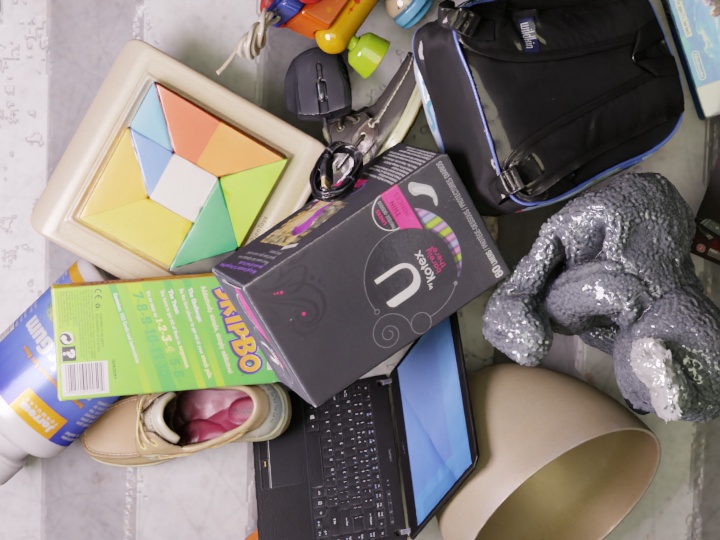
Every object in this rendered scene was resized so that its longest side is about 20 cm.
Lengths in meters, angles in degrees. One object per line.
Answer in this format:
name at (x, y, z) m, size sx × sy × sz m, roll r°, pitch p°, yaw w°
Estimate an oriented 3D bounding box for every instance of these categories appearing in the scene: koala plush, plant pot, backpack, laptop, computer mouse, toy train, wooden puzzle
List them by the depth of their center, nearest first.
koala plush at (0.236, 0.043, 1.525) m, size 0.200 × 0.177 × 0.184 m, roll 53°, pitch 126°, yaw 36°
backpack at (0.152, -0.154, 1.571) m, size 0.199 × 0.147 × 0.184 m, roll -22°, pitch 96°, yaw -23°
computer mouse at (-0.031, -0.129, 1.581) m, size 0.058 × 0.200 × 0.034 m, roll -7°, pitch 131°, yaw -3°
laptop at (-0.002, 0.135, 1.590) m, size 0.199 × 0.178 × 0.104 m, roll -10°, pitch 138°, yaw 4°
toy train at (-0.026, -0.203, 1.592) m, size 0.116 × 0.085 × 0.200 m, roll 38°, pitch 67°, yaw -13°
wooden puzzle at (-0.153, -0.070, 1.595) m, size 0.199 × 0.037 × 0.186 m, roll 29°, pitch 93°, yaw -4°
plant pot at (0.135, 0.158, 1.603) m, size 0.200 × 0.200 × 0.135 m, roll -42°, pitch 57°, yaw 6°

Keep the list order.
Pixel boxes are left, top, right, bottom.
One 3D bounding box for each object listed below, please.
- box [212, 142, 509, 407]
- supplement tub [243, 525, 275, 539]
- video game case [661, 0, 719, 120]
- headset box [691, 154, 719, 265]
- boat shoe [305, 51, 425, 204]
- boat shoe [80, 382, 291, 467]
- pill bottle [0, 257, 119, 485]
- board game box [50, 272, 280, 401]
box at (0.000, 0.000, 1.545) m, size 0.200 × 0.106 × 0.123 m, roll -35°, pitch 108°, yaw -10°
supplement tub at (-0.039, 0.317, 1.643) m, size 0.122 × 0.123 × 0.200 m, roll -39°, pitch 91°, yaw 6°
video game case at (0.347, -0.251, 1.612) m, size 0.181 × 0.045 × 0.201 m, roll -19°, pitch 93°, yaw 4°
headset box at (0.374, -0.085, 1.563) m, size 0.148 × 0.075 × 0.201 m, roll 25°, pitch 118°, yaw 13°
boat shoe at (-0.005, -0.105, 1.631) m, size 0.066 × 0.072 × 0.201 m, roll 29°, pitch 100°, yaw -4°
boat shoe at (-0.162, 0.127, 1.643) m, size 0.199 × 0.066 × 0.074 m, roll -14°, pitch 77°, yaw 19°
pill bottle at (-0.269, 0.091, 1.643) m, size 0.200 × 0.112 × 0.112 m, roll -44°, pitch 91°, yaw 5°
board game box at (-0.155, 0.052, 1.579) m, size 0.199 × 0.030 × 0.096 m, roll -4°, pitch 100°, yaw -9°
